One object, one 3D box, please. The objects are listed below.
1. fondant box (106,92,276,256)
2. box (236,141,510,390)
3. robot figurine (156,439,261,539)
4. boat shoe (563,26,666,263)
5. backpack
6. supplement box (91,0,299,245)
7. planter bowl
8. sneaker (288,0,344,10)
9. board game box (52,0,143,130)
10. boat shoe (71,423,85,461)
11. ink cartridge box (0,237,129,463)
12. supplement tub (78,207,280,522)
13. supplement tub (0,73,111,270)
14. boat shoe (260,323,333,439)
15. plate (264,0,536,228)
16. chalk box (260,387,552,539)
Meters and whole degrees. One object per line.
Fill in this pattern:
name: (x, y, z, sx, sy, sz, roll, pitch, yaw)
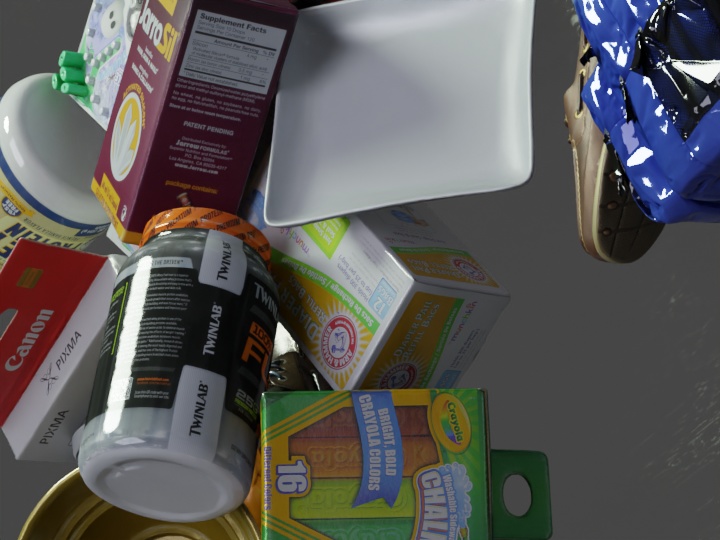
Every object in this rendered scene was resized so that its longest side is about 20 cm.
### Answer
fondant box: (-0.105, -0.070, 1.792, 0.144, 0.058, 0.201, 41, 117, 29)
box: (0.000, 0.000, 1.664, 0.200, 0.101, 0.113, 48, 118, 41)
robot figurine: (-0.089, 0.223, 1.719, 0.144, 0.058, 0.201, -22, 77, 5)
boat shoe: (0.173, -0.101, 1.521, 0.067, 0.072, 0.202, -6, 73, 52)
backpack: (0.216, -0.137, 1.408, 0.168, 0.162, 0.201, -46, 54, 36)
supplement box: (-0.126, -0.125, 1.688, 0.110, 0.085, 0.201, 51, 127, 59)
planter bowl: (-0.150, 0.235, 1.656, 0.199, 0.083, 0.202, -2, 80, 14)
sneaker: (-0.004, -0.238, 1.733, 0.199, 0.074, 0.087, -27, 36, 31)
board game box: (-0.178, -0.202, 1.817, 0.200, 0.026, 0.201, 41, 117, 51)
boat shoe: (-0.164, 0.145, 1.842, 0.199, 0.070, 0.064, -19, 68, 42)
ink cartridge box: (-0.243, 0.072, 1.862, 0.200, 0.175, 0.045, -56, 48, 26)
supplement tub: (-0.123, 0.064, 1.596, 0.122, 0.122, 0.201, -24, 47, 43)
supplement tub: (-0.297, -0.063, 1.968, 0.200, 0.144, 0.145, -37, 58, 38)
boat shoe: (-0.048, 0.098, 1.720, 0.072, 0.072, 0.201, -49, 52, 26)
plate: (0.034, -0.119, 1.620, 0.198, 0.032, 0.201, -9, 53, 18)
chalk box: (0.032, 0.155, 1.553, 0.124, 0.198, 0.125, 89, 179, -71)
